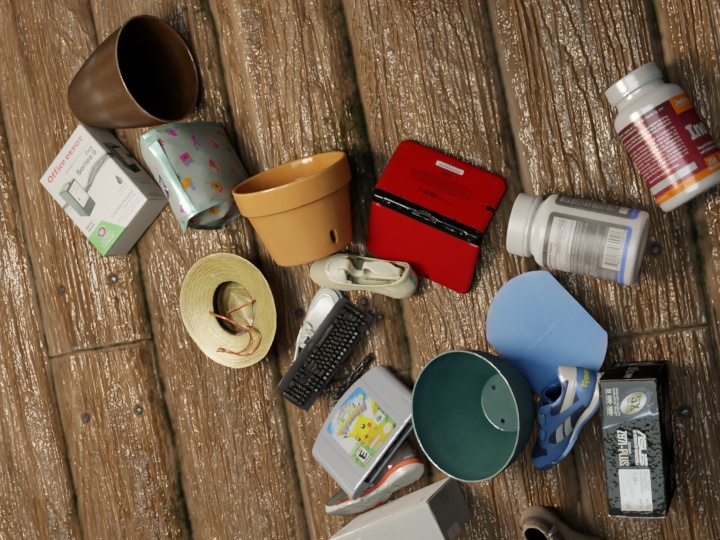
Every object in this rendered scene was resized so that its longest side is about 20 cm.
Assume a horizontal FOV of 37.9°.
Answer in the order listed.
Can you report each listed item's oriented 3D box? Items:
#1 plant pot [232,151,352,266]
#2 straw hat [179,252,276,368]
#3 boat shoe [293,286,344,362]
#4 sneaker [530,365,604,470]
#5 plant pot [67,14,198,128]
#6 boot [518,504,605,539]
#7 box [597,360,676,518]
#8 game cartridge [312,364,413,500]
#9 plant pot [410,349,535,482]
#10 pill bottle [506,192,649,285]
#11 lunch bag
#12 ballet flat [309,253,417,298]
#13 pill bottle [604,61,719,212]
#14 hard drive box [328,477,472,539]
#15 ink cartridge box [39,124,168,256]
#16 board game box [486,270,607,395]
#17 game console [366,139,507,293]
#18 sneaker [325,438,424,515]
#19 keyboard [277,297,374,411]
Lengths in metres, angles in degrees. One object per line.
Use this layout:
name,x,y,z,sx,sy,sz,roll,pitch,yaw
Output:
plant pot,-0.098,-0.097,1.732,0.198,0.200,0.142,-11,107,22
straw hat,-0.214,0.063,1.840,0.198,0.085,0.204,5,102,21
boat shoe,-0.073,0.126,1.798,0.073,0.067,0.203,14,99,20
sneaker,0.304,0.224,1.628,0.081,0.074,0.202,20,119,-6
plant pot,-0.420,-0.326,1.854,0.198,0.186,0.190,-15,89,37
boot,0.327,0.443,1.622,0.199,0.146,0.071,40,106,13
box,0.414,0.247,1.561,0.085,0.163,0.203,-4,92,22
game cartridge,0.008,0.265,1.759,0.133,0.040,0.201,40,96,38
plant pot,0.197,0.218,1.650,0.198,0.134,0.203,4,96,39
pill bottle,0.329,-0.053,1.596,0.197,0.114,0.115,14,100,20
lunch bag,-0.283,-0.160,1.786,0.121,0.200,0.172,-31,84,21
ballet flat,0.000,0.000,1.754,0.197,0.069,0.071,7,97,20
pill bottle,0.445,-0.197,1.537,0.112,0.113,0.202,-32,83,21
hard drive box,0.065,0.425,1.721,0.198,0.156,0.078,-28,85,22
ink cartridge box,-0.472,-0.148,1.925,0.200,0.084,0.146,46,108,13
board game box,0.297,0.099,1.663,0.200,0.039,0.158,47,118,12
game console,0.123,-0.090,1.727,0.198,0.119,0.174,24,72,18
sneaker,0.019,0.351,1.790,0.199,0.077,0.083,-33,60,18
keyboard,-0.042,0.154,1.775,0.126,0.021,0.201,32,98,-26
